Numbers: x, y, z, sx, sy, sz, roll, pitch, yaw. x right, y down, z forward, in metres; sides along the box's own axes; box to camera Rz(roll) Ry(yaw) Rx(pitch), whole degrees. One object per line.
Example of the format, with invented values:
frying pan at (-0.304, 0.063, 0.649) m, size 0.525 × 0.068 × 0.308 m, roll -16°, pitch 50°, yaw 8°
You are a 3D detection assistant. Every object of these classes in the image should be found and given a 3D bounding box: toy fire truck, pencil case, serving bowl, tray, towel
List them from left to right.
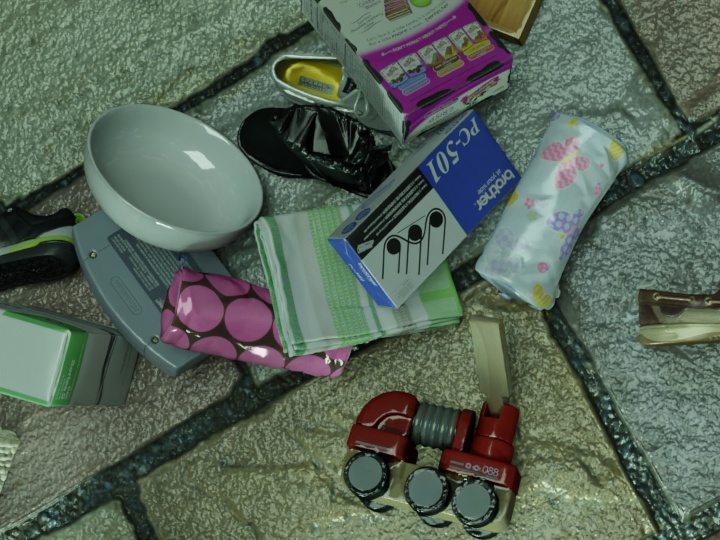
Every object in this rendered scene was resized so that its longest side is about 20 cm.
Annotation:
serving bowl at (-0.205, -0.087, 1.750) m, size 0.200 × 0.200 × 0.066 m, roll 43°, pitch 127°, yaw 15°
pencil case at (-0.106, 0.050, 1.717) m, size 0.198 × 0.094 × 0.092 m, roll 15°, pitch 109°, yaw -11°
towel at (0.000, 0.000, 1.699) m, size 0.198 × 0.031 × 0.151 m, roll -10°, pitch 77°, yaw -20°
toy fire truck at (0.084, 0.151, 1.676) m, size 0.174 × 0.129 × 0.202 m, roll 12°, pitch 74°, yaw 16°
tray at (0.167, -0.351, 1.755) m, size 0.098 × 0.037 × 0.202 m, roll 24°, pitch 88°, yaw 16°
pencil case at (0.196, -0.060, 1.686) m, size 0.090 × 0.083 × 0.201 m, roll 27°, pitch 90°, yaw 10°

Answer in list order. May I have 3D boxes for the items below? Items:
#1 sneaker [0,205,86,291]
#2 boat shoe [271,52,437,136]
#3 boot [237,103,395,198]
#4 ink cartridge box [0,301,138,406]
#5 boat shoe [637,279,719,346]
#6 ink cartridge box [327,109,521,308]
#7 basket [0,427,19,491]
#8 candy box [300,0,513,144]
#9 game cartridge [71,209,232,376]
sneaker at (-0.396, -0.028, 1.849) m, size 0.198 × 0.072 × 0.084 m, roll -5°, pitch 58°, yaw 12°
boat shoe at (-0.003, -0.197, 1.751) m, size 0.200 × 0.086 × 0.075 m, roll 16°, pitch 87°, yaw 16°
boot at (-0.056, -0.134, 1.716) m, size 0.197 × 0.162 × 0.074 m, roll 22°, pitch 87°, yaw 15°
ink cartridge box at (-0.337, 0.087, 1.740) m, size 0.145 × 0.200 × 0.085 m, roll 14°, pitch 89°, yaw 15°
boat shoe at (0.373, 0.032, 1.638) m, size 0.198 × 0.072 × 0.073 m, roll -7°, pitch 82°, yaw 19°
ink cartridge box at (0.067, -0.064, 1.679) m, size 0.200 × 0.044 × 0.094 m, roll -46°, pitch 112°, yaw -19°
basket at (-0.503, 0.213, 1.765) m, size 0.197 × 0.200 × 0.162 m, roll 20°, pitch 86°, yaw 15°
candy box at (0.045, -0.244, 1.694) m, size 0.136 × 0.061 × 0.201 m, roll -28°, pitch 67°, yaw -16°
game cartridge at (-0.217, 0.011, 1.775) m, size 0.133 × 0.042 × 0.201 m, roll -33°, pitch 75°, yaw -18°
